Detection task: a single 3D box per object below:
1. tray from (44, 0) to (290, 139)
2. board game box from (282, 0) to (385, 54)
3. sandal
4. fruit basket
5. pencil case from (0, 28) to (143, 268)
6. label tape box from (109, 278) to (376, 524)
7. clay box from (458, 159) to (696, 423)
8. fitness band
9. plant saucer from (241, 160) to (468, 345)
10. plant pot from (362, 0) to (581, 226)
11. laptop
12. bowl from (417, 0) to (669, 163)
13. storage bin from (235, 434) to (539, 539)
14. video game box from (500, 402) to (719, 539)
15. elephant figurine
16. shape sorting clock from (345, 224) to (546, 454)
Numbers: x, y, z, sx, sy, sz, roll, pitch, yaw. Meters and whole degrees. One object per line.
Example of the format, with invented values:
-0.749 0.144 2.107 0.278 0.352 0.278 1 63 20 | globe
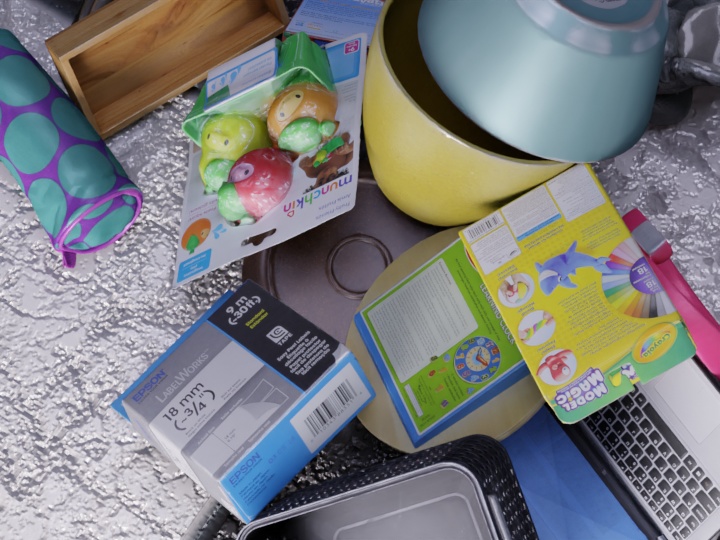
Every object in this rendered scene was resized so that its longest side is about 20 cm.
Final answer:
-0.162 -0.202 1.797 0.200 0.099 0.037 -33 46 -13 | tray
0.042 -0.201 1.805 0.200 0.019 0.103 11 34 8 | board game box
-0.209 -0.252 1.835 0.054 0.082 0.200 20 70 -12 | sandal
-0.078 -0.096 1.715 0.185 0.094 0.200 -23 38 29 | fruit basket
-0.272 -0.105 1.766 0.092 0.085 0.200 -43 73 8 | pencil case
-0.107 0.086 1.648 0.144 0.063 0.200 -44 46 -13 | label tape box
0.163 0.023 1.555 0.115 0.048 0.200 -30 52 6 | clay box
0.250 0.024 1.650 0.037 0.200 0.144 -36 107 6 | fitness band
0.000 0.000 1.732 0.200 0.034 0.201 -1 74 4 | plant saucer
0.081 -0.116 1.675 0.200 0.142 0.200 14 48 -16 | plant pot
0.175 0.147 1.592 0.116 0.200 0.187 -15 61 -46 | laptop
0.153 -0.191 1.603 0.200 0.105 0.201 13 48 -15 | bowl
0.025 0.217 1.567 0.200 0.094 0.135 -19 92 20 | storage bin
0.166 0.146 1.677 0.200 0.047 0.183 -10 69 -4 | video game box
0.265 -0.189 1.767 0.155 0.142 0.200 31 60 30 | elephant figurine
0.077 0.054 1.644 0.200 0.039 0.200 -17 56 27 | shape sorting clock
